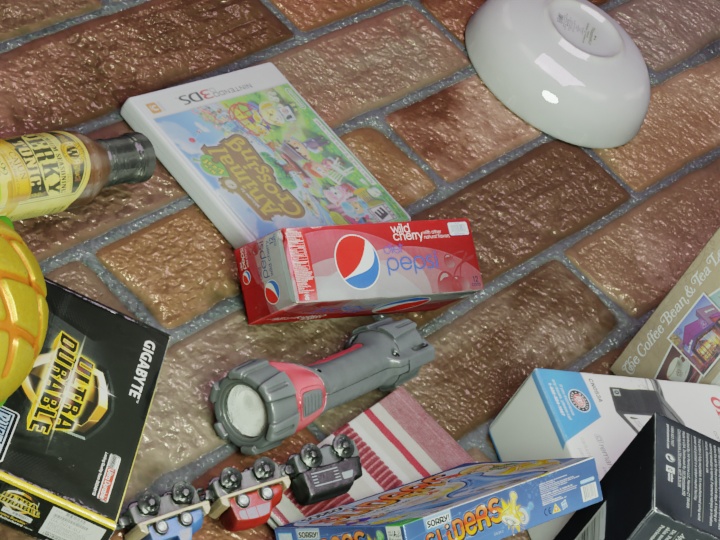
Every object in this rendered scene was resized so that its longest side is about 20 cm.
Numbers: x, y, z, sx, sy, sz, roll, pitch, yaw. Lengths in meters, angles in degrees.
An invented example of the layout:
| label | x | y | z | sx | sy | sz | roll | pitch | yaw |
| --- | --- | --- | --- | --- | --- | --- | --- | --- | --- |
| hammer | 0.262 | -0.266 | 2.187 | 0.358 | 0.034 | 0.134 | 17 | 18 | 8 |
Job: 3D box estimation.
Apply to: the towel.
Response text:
| label | x | y | z | sx | sy | sz | roll | pitch | yaw |
| --- | --- | --- | --- | --- | --- | --- | --- | --- | --- |
| towel | 0.021 | 0.179 | 1.721 | 0.144 | 0.023 | 0.200 | 46 | 40 | 12 |

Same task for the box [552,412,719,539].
| label | x | y | z | sx | sy | sz | roll | pitch | yaw |
| --- | --- | --- | --- | --- | --- | --- | --- | --- | --- |
| box | 0.240 | 0.233 | 1.674 | 0.181 | 0.200 | 0.104 | 25 | 37 | -11 |

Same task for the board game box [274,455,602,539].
| label | x | y | z | sx | sy | sz | roll | pitch | yaw |
| --- | --- | --- | --- | --- | --- | --- | --- | --- | --- |
| board game box | 0.057 | 0.173 | 1.635 | 0.199 | 0.135 | 0.035 | -14 | 93 | -44 |

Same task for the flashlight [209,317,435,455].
| label | x | y | z | sx | sy | sz | roll | pitch | yaw |
| --- | --- | --- | --- | --- | --- | --- | --- | --- | --- |
| flashlight | -0.030 | 0.082 | 1.759 | 0.068 | 0.068 | 0.200 | 54 | 36 | 10 |

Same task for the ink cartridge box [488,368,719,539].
| label | x | y | z | sx | sy | sz | roll | pitch | yaw |
| --- | --- | --- | --- | --- | --- | --- | --- | --- | --- |
| ink cartridge box | 0.222 | 0.163 | 1.833 | 0.199 | 0.084 | 0.146 | 7 | 44 | -31 |

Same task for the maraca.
| label | x | y | z | sx | sy | sz | roll | pitch | yaw |
| --- | --- | --- | --- | --- | --- | --- | --- | --- | --- |
| maraca | -0.261 | 0.011 | 1.542 | 0.106 | 0.138 | 0.201 | -14 | 36 | 12 |

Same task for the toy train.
| label | x | y | z | sx | sy | sz | roll | pitch | yaw |
| --- | --- | --- | --- | --- | --- | --- | --- | --- | --- |
| toy train | -0.082 | 0.161 | 1.630 | 0.199 | 0.034 | 0.046 | -14 | 76 | -32 |

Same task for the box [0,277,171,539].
| label | x | y | z | sx | sy | sz | roll | pitch | yaw |
| --- | --- | --- | --- | --- | --- | --- | --- | --- | --- |
| box | -0.228 | 0.091 | 1.612 | 0.159 | 0.049 | 0.201 | 24 | 38 | -9 |

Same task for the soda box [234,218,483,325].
| label | x | y | z | sx | sy | sz | roll | pitch | yaw |
| --- | --- | --- | --- | --- | --- | --- | --- | --- | --- |
| soda box | 0.000 | 0.000 | 1.847 | 0.199 | 0.070 | 0.064 | -3 | 77 | -40 |

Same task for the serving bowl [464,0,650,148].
| label | x | y | z | sx | sy | sz | roll | pitch | yaw |
| --- | --- | --- | --- | --- | --- | --- | --- | --- | --- |
| serving bowl | 0.203 | -0.213 | 2.250 | 0.199 | 0.066 | 0.201 | 20 | 39 | -17 |

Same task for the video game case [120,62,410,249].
| label | x | y | z | sx | sy | sz | roll | pitch | yaw |
| --- | --- | --- | --- | --- | --- | --- | --- | --- | --- |
| video game case | -0.078 | -0.088 | 1.940 | 0.181 | 0.022 | 0.200 | -20 | 62 | -47 |

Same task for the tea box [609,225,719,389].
| label | x | y | z | sx | sy | sz | roll | pitch | yaw |
| --- | --- | --- | --- | --- | --- | --- | --- | --- | --- |
| tea box | 0.352 | 0.037 | 1.973 | 0.134 | 0.200 | 0.196 | 47 | 40 | 17 |

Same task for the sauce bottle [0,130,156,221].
| label | x | y | z | sx | sy | sz | roll | pitch | yaw |
| --- | --- | --- | --- | --- | --- | --- | --- | --- | --- |
| sauce bottle | -0.244 | -0.075 | 1.768 | 0.199 | 0.065 | 0.065 | -16 | 59 | -45 |
